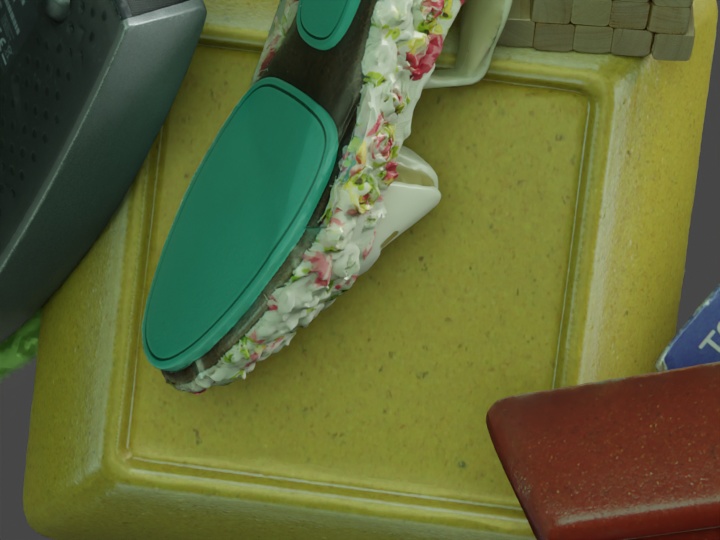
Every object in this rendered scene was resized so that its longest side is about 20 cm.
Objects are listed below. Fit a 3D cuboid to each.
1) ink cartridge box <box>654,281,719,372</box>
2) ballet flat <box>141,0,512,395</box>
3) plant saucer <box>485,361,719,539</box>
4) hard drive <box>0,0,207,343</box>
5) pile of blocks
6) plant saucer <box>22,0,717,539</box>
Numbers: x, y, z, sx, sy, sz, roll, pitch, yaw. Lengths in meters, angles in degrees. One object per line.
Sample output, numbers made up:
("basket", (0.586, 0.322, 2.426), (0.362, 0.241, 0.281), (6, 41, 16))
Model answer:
("ink cartridge box", (0.218, 0.019, 0.804), (0.200, 0.043, 0.197), (37, 99, -9))
("ballet flat", (0.004, -0.051, 0.820), (0.064, 0.076, 0.201), (15, 106, -32))
("plant saucer", (0.151, 0.110, 0.793), (0.199, 0.037, 0.200), (-11, 119, 28))
("hard drive", (-0.110, -0.063, 0.871), (0.042, 0.200, 0.136), (-5, 61, -32))
("pile of blocks", (0.096, -0.149, 0.879), (0.082, 0.062, 0.200), (23, 54, 14))
("plant saucer", (0.000, 0.000, 0.882), (0.198, 0.048, 0.202), (7, 98, 2))
